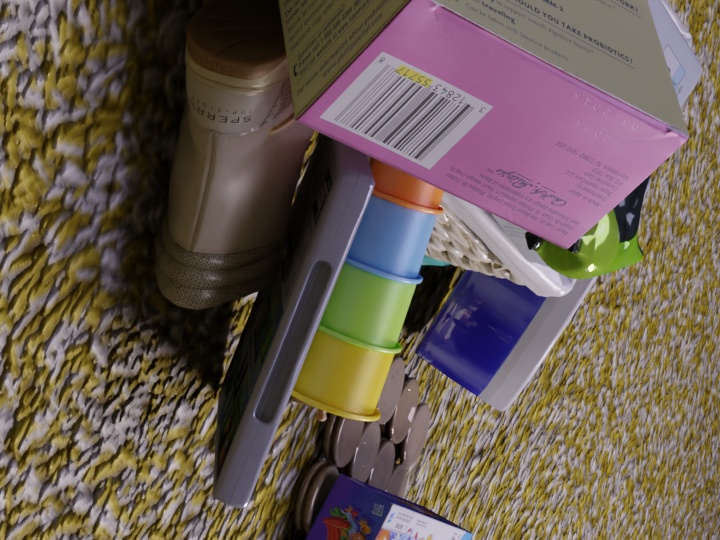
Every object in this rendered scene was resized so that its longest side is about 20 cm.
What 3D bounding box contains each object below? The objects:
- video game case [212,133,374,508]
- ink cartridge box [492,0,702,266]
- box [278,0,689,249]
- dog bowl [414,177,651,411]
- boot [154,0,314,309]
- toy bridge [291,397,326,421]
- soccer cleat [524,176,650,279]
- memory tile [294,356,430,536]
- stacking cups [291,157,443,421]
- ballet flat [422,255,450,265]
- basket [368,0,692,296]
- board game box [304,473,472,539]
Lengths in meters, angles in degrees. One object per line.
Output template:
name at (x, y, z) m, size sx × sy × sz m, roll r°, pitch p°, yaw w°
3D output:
video game case at (-0.037, 0.015, 1.247) m, size 0.200 × 0.022 × 0.183 m, roll -103°, pitch -146°, yaw -77°
ink cartridge box at (0.105, -0.123, 1.328) m, size 0.160 × 0.047 × 0.200 m, roll -56°, pitch 131°, yaw -21°
box at (0.052, -0.139, 1.165) m, size 0.097 × 0.176 × 0.200 m, roll -43°, pitch -142°, yaw 33°
dog bowl at (0.123, -0.003, 1.658) m, size 0.200 × 0.079 × 0.200 m, roll -58°, pitch 178°, yaw -3°
boot at (-0.049, -0.079, 1.223) m, size 0.200 × 0.073 × 0.156 m, roll -57°, pitch 161°, yaw -61°
toy bridge at (0.000, 0.000, 1.494) m, size 0.067 × 0.027 × 0.201 m, roll 23°, pitch 82°, yaw -72°
soccer cleat at (0.135, -0.096, 1.298) m, size 0.081 × 0.067 × 0.201 m, roll -4°, pitch 102°, yaw -47°
memory tile at (0.003, 0.135, 1.631) m, size 0.200 × 0.017 × 0.154 m, roll 60°, pitch 48°, yaw -64°
stacking cups at (0.018, -0.020, 1.262) m, size 0.201 × 0.060 × 0.060 m, roll -69°, pitch 162°, yaw 6°
ballet flat at (0.079, -0.072, 1.598) m, size 0.067 × 0.070 × 0.200 m, roll 85°, pitch 27°, yaw -45°
basket at (0.092, -0.105, 1.437) m, size 0.136 × 0.123 × 0.200 m, roll 42°, pitch 69°, yaw -40°
board game box at (0.003, 0.222, 1.609) m, size 0.135 × 0.045 × 0.200 m, roll -62°, pitch 159°, yaw -2°
